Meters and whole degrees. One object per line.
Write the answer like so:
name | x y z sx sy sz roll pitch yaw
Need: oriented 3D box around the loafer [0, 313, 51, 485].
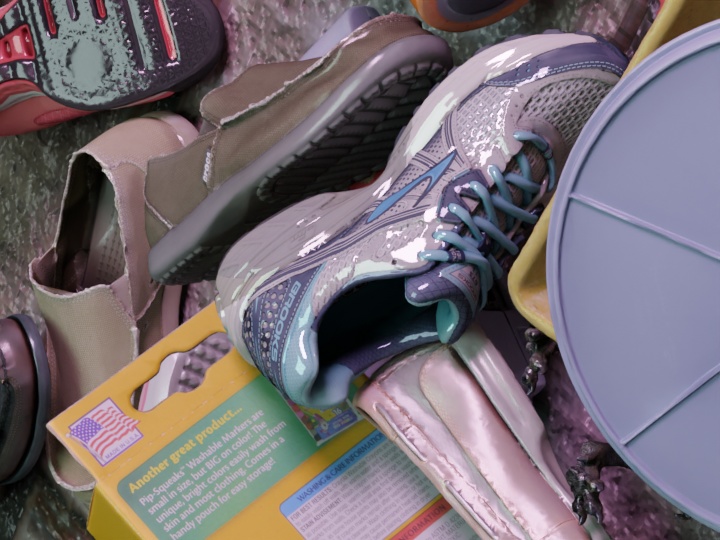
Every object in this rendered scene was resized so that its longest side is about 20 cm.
loafer | -0.207 0.081 1.372 0.200 0.063 0.072 -49 55 60

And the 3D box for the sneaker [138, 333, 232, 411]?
sneaker | -0.094 0.117 1.271 0.104 0.075 0.201 13 114 45

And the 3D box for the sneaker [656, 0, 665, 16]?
sneaker | 0.186 -0.123 0.990 0.115 0.078 0.201 35 116 42

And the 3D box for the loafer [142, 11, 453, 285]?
loafer | -0.039 -0.062 1.178 0.200 0.075 0.070 -35 69 41

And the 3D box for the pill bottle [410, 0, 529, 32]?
pill bottle | 0.011 -0.195 1.154 0.106 0.106 0.201 -51 56 33

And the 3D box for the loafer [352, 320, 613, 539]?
loafer | 0.067 0.114 1.085 0.063 0.072 0.201 -28 68 -5

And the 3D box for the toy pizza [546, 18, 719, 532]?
toy pizza | 0.161 0.005 0.945 0.199 0.032 0.201 8 109 22

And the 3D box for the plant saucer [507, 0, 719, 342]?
plant saucer | 0.182 -0.018 0.974 0.200 0.048 0.201 35 117 12

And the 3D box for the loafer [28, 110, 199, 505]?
loafer | -0.129 0.019 1.328 0.075 0.068 0.201 19 104 45

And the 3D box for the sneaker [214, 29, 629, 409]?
sneaker | 0.038 -0.013 1.097 0.200 0.078 0.086 -39 37 4

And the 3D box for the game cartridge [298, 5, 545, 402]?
game cartridge | 0.000 0.000 1.217 0.133 0.041 0.201 -46 58 41

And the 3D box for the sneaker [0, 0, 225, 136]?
sneaker | -0.152 -0.109 1.355 0.199 0.087 0.074 -10 89 22

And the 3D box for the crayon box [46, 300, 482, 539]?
crayon box | -0.023 0.111 1.131 0.200 0.126 0.052 47 154 14

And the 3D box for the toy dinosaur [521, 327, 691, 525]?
toy dinosaur | 0.112 0.048 1.065 0.200 0.088 0.048 59 151 30
